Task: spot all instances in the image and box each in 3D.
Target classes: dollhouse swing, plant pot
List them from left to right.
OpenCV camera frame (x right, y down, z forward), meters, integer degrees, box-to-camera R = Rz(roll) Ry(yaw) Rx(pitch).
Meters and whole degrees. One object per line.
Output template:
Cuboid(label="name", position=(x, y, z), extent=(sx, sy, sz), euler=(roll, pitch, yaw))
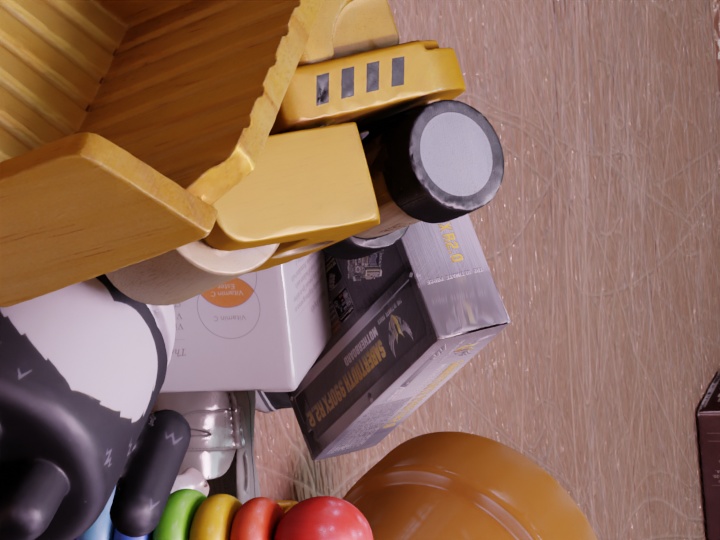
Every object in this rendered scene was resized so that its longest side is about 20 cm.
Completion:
Cuboid(label="dollhouse swing", position=(-0.151, -0.121, 1.218), extent=(0.176, 0.181, 0.200), euler=(51, 39, -28))
Cuboid(label="plant pot", position=(0.037, 0.235, 1.751), extent=(0.183, 0.200, 0.201), euler=(-35, 124, -48))

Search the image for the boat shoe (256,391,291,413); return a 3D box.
Cuboid(label="boat shoe", position=(-0.069, 0.013, 1.714), extent=(0.069, 0.056, 0.200), euler=(-74, 153, -43))

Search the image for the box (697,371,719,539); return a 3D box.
Cuboid(label="box", position=(0.507, 0.236, 3.211), extent=(0.166, 0.164, 0.201), euler=(-43, 129, -66))

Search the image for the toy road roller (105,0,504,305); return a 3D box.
Cuboid(label="toy road roller", position=(-0.041, -0.075, 1.311), extent=(0.199, 0.123, 0.146), euler=(-15, 86, -32))

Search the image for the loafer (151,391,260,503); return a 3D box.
Cuboid(label="loafer", position=(-0.097, 0.101, 1.610), extent=(0.070, 0.070, 0.201), euler=(-76, 158, -58))

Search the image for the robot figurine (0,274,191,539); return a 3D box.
Cuboid(label="robot figurine", position=(-0.165, 0.058, 1.327), extent=(0.200, 0.124, 0.151), euler=(-68, 153, -48))

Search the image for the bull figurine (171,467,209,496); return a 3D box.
Cuboid(label="bull figurine", position=(-0.118, 0.215, 1.528), extent=(0.121, 0.065, 0.201), euler=(30, 70, -51))

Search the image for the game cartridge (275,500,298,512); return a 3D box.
Cuboid(label="game cartridge", position=(-0.062, 0.281, 1.759), extent=(0.176, 0.032, 0.201), euler=(-55, 139, -60))

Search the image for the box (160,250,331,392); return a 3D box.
Cuboid(label="box", position=(-0.106, -0.040, 1.451), extent=(0.106, 0.152, 0.201), euler=(-54, 140, -72))

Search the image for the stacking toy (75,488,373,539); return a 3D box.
Cuboid(label="stacking toy", position=(-0.089, 0.152, 1.429), extent=(0.085, 0.199, 0.086), euler=(-1, 90, -71))

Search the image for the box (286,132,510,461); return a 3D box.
Cuboid(label="box", position=(0.000, 0.000, 1.514), extent=(0.159, 0.048, 0.200), euler=(68, -29, 16))
